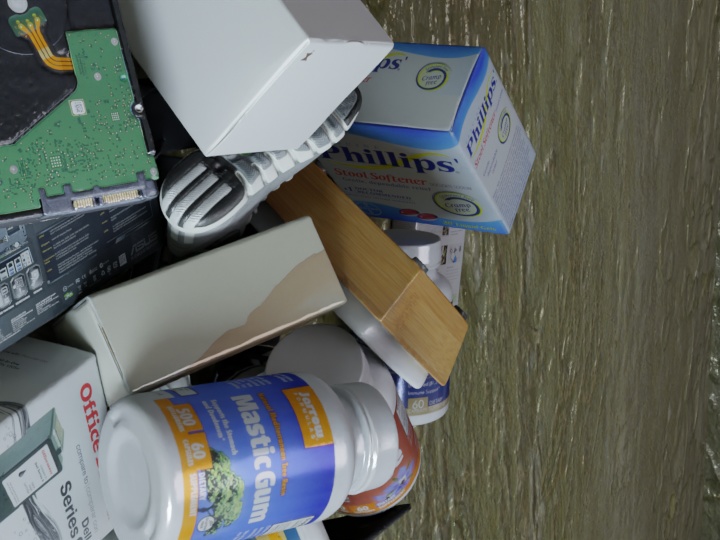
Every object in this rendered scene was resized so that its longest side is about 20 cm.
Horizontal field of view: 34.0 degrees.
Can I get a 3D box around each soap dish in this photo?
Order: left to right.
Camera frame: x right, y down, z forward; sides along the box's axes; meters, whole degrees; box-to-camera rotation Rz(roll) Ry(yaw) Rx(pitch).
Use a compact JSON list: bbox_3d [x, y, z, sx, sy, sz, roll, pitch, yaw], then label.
[{"bbox_3d":[0.000,0.000,1.031,0.081,0.200,0.157,-44,146,0],"label":"soap dish"}]

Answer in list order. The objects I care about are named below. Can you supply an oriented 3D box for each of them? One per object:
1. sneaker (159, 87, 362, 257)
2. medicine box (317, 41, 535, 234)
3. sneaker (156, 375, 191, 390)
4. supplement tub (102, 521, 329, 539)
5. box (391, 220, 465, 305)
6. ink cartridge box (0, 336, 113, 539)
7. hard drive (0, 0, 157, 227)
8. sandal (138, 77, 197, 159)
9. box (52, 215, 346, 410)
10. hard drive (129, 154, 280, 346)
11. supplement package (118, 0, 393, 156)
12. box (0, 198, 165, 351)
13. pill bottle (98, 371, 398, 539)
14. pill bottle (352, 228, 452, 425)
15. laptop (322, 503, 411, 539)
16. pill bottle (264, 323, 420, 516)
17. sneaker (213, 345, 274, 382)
[{"bbox_3d":[-0.087,-0.081,0.948,0.200,0.075,0.116,-39,169,-27],"label":"sneaker"},{"bbox_3d":[0.056,-0.134,1.183,0.200,0.182,0.103,49,56,-55],"label":"medicine box"},{"bbox_3d":[-0.160,0.122,0.980,0.200,0.078,0.100,58,44,-53],"label":"sneaker"},{"bbox_3d":[-0.127,0.249,0.927,0.199,0.145,0.145,-21,124,-17],"label":"supplement tub"},{"bbox_3d":[0.083,-0.048,1.417,0.144,0.036,0.201,-9,107,-61],"label":"box"},{"bbox_3d":[-0.258,0.155,0.795,0.200,0.084,0.146,-42,134,-50],"label":"ink cartridge box"},{"bbox_3d":[-0.211,-0.130,0.726,0.139,0.038,0.201,-15,90,-38],"label":"hard drive"},{"bbox_3d":[-0.161,-0.102,0.832,0.200,0.043,0.076,-37,129,-51],"label":"sandal"},{"bbox_3d":[-0.121,0.033,0.900,0.200,0.095,0.078,-23,87,-34],"label":"box"},{"bbox_3d":[-0.123,-0.012,1.043,0.200,0.038,0.140,18,82,-62],"label":"hard drive"},{"bbox_3d":[-0.097,-0.196,0.842,0.120,0.200,0.121,-43,166,27],"label":"supplement package"},{"bbox_3d":[-0.228,-0.052,0.824,0.200,0.051,0.158,-42,133,-49],"label":"box"},{"bbox_3d":[-0.074,0.132,0.841,0.200,0.112,0.112,-6,104,-36],"label":"pill bottle"},{"bbox_3d":[0.046,0.060,1.299,0.111,0.111,0.201,-24,119,-57],"label":"pill bottle"},{"bbox_3d":[-0.044,0.327,1.096,0.200,0.187,0.116,-31,92,-36],"label":"laptop"},{"bbox_3d":[-0.017,0.131,1.033,0.200,0.112,0.112,67,41,-56],"label":"pill bottle"},{"bbox_3d":[-0.104,0.113,1.062,0.200,0.079,0.079,-3,106,-69],"label":"sneaker"}]
